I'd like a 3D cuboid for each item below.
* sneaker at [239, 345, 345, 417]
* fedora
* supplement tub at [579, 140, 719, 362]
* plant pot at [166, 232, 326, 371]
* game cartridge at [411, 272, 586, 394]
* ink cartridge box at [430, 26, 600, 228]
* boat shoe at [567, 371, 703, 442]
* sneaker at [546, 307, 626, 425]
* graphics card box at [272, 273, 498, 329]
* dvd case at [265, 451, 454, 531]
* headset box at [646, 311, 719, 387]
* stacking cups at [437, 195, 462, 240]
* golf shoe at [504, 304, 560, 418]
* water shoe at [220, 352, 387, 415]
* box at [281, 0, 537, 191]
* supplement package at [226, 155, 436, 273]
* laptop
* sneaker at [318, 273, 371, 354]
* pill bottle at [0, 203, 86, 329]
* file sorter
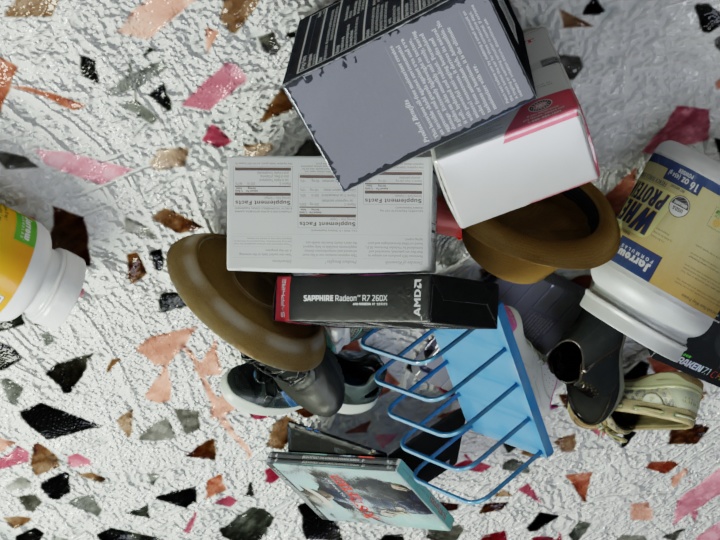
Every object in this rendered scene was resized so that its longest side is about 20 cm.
[{"bbox_3d":[-0.095,0.088,1.600,0.076,0.091,0.200,-38,97,21],"label":"sneaker"},{"bbox_3d":[0.171,-0.045,1.510,0.198,0.202,0.082,8,132,-16],"label":"fedora"},{"bbox_3d":[0.334,-0.020,1.542,0.143,0.144,0.202,26,96,-28],"label":"supplement tub"},{"bbox_3d":[-0.112,0.025,1.518,0.199,0.201,0.028,27,114,-28],"label":"plant pot"},{"bbox_3d":[0.166,0.074,1.715,0.128,0.039,0.200,21,124,-29],"label":"game cartridge"},{"bbox_3d":[0.138,-0.143,1.402,0.144,0.201,0.085,-19,122,8],"label":"ink cartridge box"},{"bbox_3d":[0.326,0.170,1.759,0.073,0.063,0.199,26,151,-28],"label":"boat shoe"},{"bbox_3d":[0.252,0.121,1.677,0.106,0.074,0.202,-39,143,-36],"label":"sneaker"},{"bbox_3d":[0.025,0.032,1.456,0.198,0.052,0.125,0,175,39],"label":"graphics card box"},{"bbox_3d":[-0.001,0.268,1.767,0.198,0.022,0.146,0,143,36],"label":"dvd case"},{"bbox_3d":[0.448,0.031,1.682,0.173,0.093,0.201,22,124,-26],"label":"headset box"},{"bbox_3d":[0.168,-0.051,1.598,0.197,0.061,0.061,12,129,-12],"label":"stacking cups"},{"bbox_3d":[0.187,0.110,1.692,0.090,0.076,0.202,-19,135,-12],"label":"golf shoe"},{"bbox_3d":[-0.066,0.120,1.695,0.197,0.072,0.079,2,135,-24],"label":"water shoe"},{"bbox_3d":[0.046,-0.196,1.335,0.196,0.201,0.124,-24,112,14],"label":"box"},{"bbox_3d":[-0.023,-0.053,1.448,0.197,0.156,0.113,1,90,6],"label":"supplement package"},{"bbox_3d":[0.018,0.216,1.795,0.197,0.104,0.178,17,150,9],"label":"laptop"},{"bbox_3d":[0.000,0.000,1.611,0.090,0.078,0.202,-14,137,-19],"label":"sneaker"},{"bbox_3d":[-0.388,-0.016,1.496,0.199,0.112,0.111,27,122,-29],"label":"pill bottle"},{"bbox_3d":[0.103,0.139,1.619,0.122,0.138,0.202,-34,117,-26],"label":"file sorter"}]
